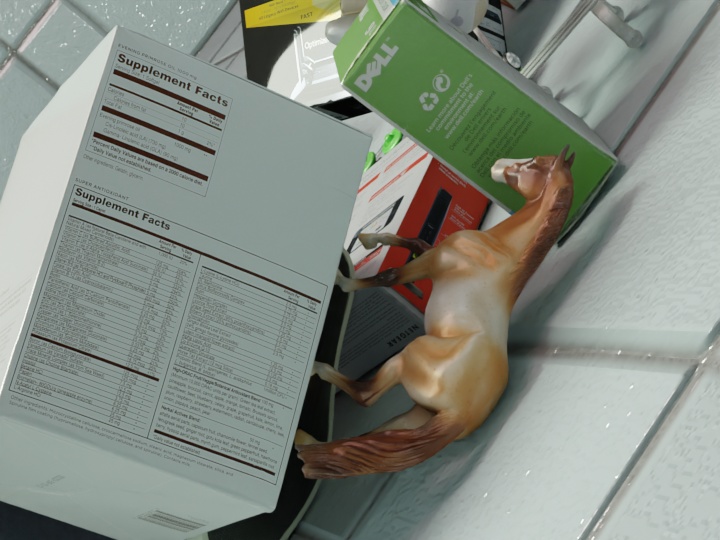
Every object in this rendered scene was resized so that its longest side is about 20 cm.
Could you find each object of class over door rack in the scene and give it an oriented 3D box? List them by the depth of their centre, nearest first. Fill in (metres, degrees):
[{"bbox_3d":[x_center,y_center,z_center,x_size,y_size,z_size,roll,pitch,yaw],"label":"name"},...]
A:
[{"bbox_3d":[0.133,-0.186,1.163,0.148,0.066,0.200,-49,34,12],"label":"over door rack"}]

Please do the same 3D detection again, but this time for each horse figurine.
[{"bbox_3d":[0.034,0.030,0.918,0.132,0.050,0.201,-4,49,28],"label":"horse figurine"}]

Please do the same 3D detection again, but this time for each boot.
[{"bbox_3d":[-0.078,0.081,1.088,0.144,0.072,0.201,-13,57,56],"label":"boot"}]

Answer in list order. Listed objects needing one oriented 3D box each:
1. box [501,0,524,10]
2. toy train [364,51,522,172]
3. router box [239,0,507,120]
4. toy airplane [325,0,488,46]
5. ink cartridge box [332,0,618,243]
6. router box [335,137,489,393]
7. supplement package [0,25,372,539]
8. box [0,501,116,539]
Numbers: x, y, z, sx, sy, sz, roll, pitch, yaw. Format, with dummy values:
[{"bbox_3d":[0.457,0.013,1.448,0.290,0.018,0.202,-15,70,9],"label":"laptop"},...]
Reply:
[{"bbox_3d":[0.071,-0.310,1.438,0.098,0.200,0.124,-48,13,6],"label":"box"},{"bbox_3d":[0.043,-0.083,1.286,0.200,0.042,0.057,-41,27,38],"label":"toy train"},{"bbox_3d":[0.004,-0.200,1.354,0.199,0.052,0.159,-12,78,31],"label":"router box"},{"bbox_3d":[0.024,-0.196,1.081,0.199,0.199,0.142,-34,62,24],"label":"toy airplane"},{"bbox_3d":[0.039,-0.105,1.001,0.059,0.199,0.104,-52,12,11],"label":"ink cartridge box"},{"bbox_3d":[0.000,0.000,1.183,0.200,0.049,0.180,-37,19,46],"label":"router box"},{"bbox_3d":[-0.115,0.019,0.945,0.191,0.146,0.201,-28,44,62],"label":"supplement package"},{"bbox_3d":[-0.192,0.146,1.106,0.107,0.200,0.149,-39,17,39],"label":"box"}]
